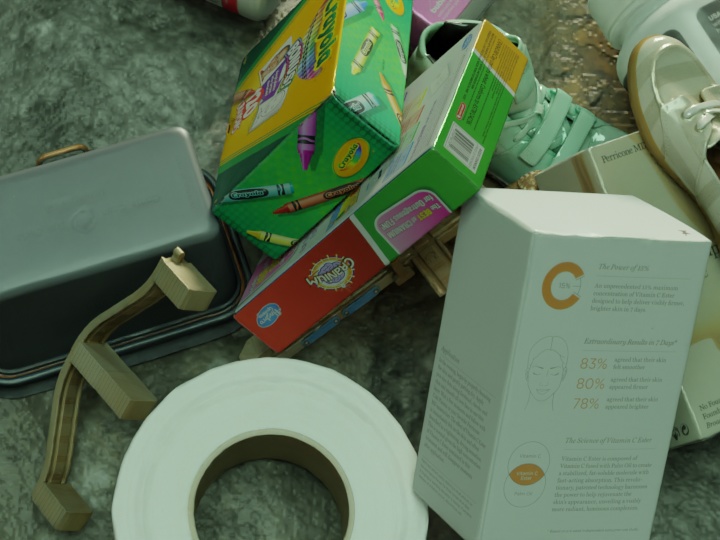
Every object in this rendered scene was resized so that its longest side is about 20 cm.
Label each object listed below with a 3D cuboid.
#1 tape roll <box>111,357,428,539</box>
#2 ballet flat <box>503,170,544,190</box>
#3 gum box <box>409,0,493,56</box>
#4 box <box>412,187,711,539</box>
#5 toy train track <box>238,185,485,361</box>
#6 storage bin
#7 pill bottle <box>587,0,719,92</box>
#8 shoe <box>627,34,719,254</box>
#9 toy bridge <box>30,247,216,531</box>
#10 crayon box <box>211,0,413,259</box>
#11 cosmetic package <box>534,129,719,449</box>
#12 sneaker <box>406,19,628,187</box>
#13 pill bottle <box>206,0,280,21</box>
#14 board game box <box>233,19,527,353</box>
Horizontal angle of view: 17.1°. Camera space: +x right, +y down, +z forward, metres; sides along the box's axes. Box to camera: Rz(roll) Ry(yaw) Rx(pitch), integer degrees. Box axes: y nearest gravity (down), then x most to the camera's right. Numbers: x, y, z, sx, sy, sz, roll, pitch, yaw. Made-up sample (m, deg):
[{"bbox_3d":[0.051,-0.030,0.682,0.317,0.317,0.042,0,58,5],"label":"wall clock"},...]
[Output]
[{"bbox_3d":[-0.057,0.161,1.521,0.202,0.071,0.203,1,72,-4],"label":"tape roll"},{"bbox_3d":[0.121,0.035,1.589,0.065,0.070,0.201,-15,74,29],"label":"ballet flat"},{"bbox_3d":[0.067,-0.255,1.690,0.113,0.066,0.200,35,72,9],"label":"gum box"},{"bbox_3d":[0.120,0.060,1.455,0.124,0.097,0.201,2,107,-26],"label":"box"},{"bbox_3d":[0.000,0.000,1.585,0.200,0.033,0.115,-37,34,-1],"label":"toy train track"},{"bbox_3d":[-0.176,-0.024,1.559,0.199,0.134,0.146,-16,71,-9],"label":"storage bin"},{"bbox_3d":[0.245,-0.126,1.624,0.113,0.113,0.200,-27,73,-12],"label":"pill bottle"},{"bbox_3d":[0.236,-0.064,1.518,0.070,0.053,0.201,-28,91,-34],"label":"shoe"},{"bbox_3d":[-0.159,0.068,1.522,0.067,0.027,0.200,44,115,34],"label":"toy bridge"},{"bbox_3d":[-0.029,-0.110,1.554,0.058,0.119,0.200,38,28,-19],"label":"crayon box"},{"bbox_3d":[0.203,0.008,1.555,0.105,0.071,0.201,-21,87,-30],"label":"cosmetic package"},{"bbox_3d":[0.119,-0.101,1.607,0.200,0.118,0.074,22,69,5],"label":"sneaker"},{"bbox_3d":[-0.137,-0.260,1.662,0.199,0.111,0.111,24,70,6],"label":"pill bottle"},{"bbox_3d":[0.013,-0.053,1.520,0.040,0.200,0.153,40,38,-14],"label":"board game box"}]
